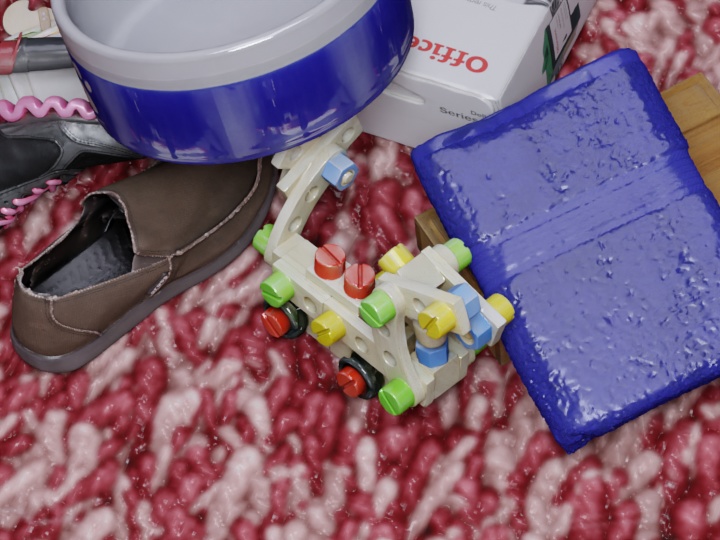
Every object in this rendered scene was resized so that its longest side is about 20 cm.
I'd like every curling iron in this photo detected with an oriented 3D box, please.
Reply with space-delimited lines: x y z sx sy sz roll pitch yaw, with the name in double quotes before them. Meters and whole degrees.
"curling iron" -0.218 -0.143 1.643 0.199 0.026 0.050 2 60 9

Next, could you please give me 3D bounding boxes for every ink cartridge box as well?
"ink cartridge box" 0.060 -0.172 1.616 0.146 0.084 0.200 19 61 19

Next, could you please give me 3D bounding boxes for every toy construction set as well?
"toy construction set" 0.000 0.000 1.478 0.092 0.131 0.200 -23 54 -21

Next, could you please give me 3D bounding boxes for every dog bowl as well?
"dog bowl" -0.072 -0.152 1.506 0.199 0.079 0.200 -10 40 9

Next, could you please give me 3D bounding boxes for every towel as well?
"towel" 0.134 -0.011 1.484 0.147 0.050 0.200 -25 73 -4

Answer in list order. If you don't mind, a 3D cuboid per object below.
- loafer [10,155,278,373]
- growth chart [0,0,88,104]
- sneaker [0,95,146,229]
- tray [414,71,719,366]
"loafer" -0.125 -0.022 1.543 0.073 0.071 0.200 34 66 25
"growth chart" -0.146 -0.127 1.648 0.199 0.018 0.145 -12 55 -2
"sneaker" -0.218 -0.055 1.575 0.199 0.079 0.096 -5 87 11
"tray" 0.143 -0.033 1.544 0.200 0.037 0.099 -28 58 -11
